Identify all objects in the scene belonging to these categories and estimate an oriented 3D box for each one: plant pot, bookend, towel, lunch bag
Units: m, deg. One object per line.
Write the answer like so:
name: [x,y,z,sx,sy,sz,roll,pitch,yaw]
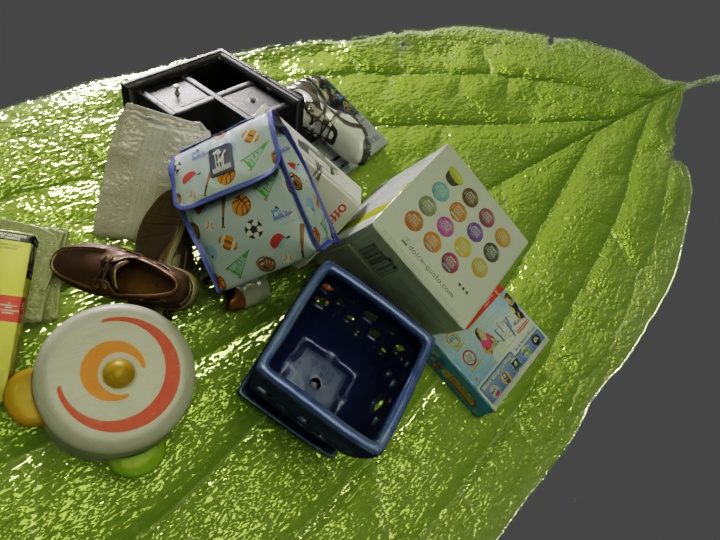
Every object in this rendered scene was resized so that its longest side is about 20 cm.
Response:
plant pot: [-0.045,0.140,0.882,0.200,0.180,0.200,37,56,-6]
bookend: [-0.230,-0.245,0.988,0.199,0.092,0.200,36,50,23]
towel: [-0.305,-0.133,0.916,0.132,0.034,0.200,13,98,-19]
towel: [-0.495,-0.005,0.820,0.200,0.036,0.149,9,63,-23]
lunch bag: [-0.149,-0.093,0.843,0.124,0.170,0.200,-41,110,-76]

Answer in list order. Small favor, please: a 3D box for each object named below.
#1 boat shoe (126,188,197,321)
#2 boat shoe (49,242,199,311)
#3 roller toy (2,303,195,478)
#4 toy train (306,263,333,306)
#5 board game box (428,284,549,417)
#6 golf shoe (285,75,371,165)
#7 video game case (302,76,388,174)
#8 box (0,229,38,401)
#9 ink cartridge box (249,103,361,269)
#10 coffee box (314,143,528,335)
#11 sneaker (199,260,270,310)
boat shoe: [-0.275,-0.016,0.897,0.072,0.072,0.200,1,76,23]
boat shoe: [-0.314,0.002,0.817,0.200,0.068,0.072,13,81,5]
roller toy: [-0.305,0.138,0.774,0.200,0.140,0.183,30,60,-10]
toy train: [0.000,0.000,1.054,0.200,0.056,0.150,8,75,-27]
board game box: [0.204,0.115,1.092,0.196,0.056,0.200,49,55,3]
golf shoe: [-0.065,-0.248,1.073,0.094,0.078,0.200,-23,64,-40]
video game case: [-0.062,-0.260,1.147,0.182,0.023,0.200,46,45,0]
box: [-0.437,0.053,0.760,0.050,0.075,0.200,10,81,-23]
ink cartridge box: [-0.117,-0.123,0.938,0.200,0.146,0.084,40,21,-16]
coffee box: [0.089,-0.035,0.962,0.200,0.200,0.198,49,61,-11]
sneaker: [-0.216,-0.033,0.947,0.085,0.073,0.200,-24,79,-35]
